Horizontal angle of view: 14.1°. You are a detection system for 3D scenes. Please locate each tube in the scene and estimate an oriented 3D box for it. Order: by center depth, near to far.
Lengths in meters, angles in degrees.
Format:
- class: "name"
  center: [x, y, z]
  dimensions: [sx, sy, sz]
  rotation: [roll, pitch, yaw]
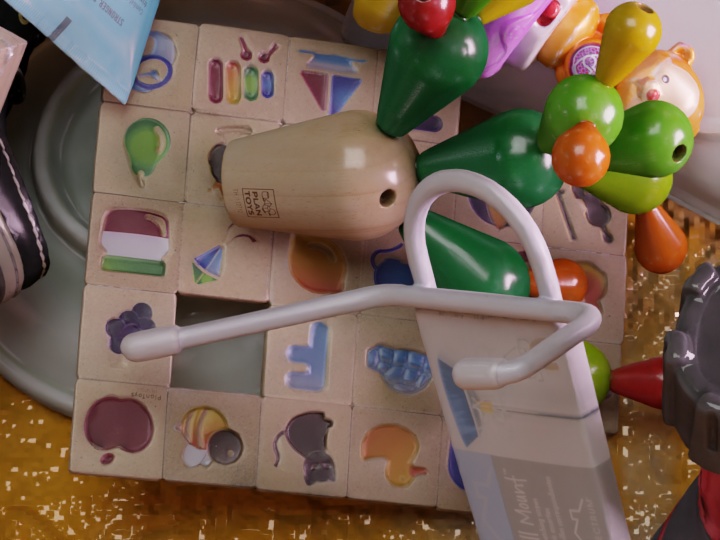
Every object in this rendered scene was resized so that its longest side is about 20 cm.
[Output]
- class: "tube"
  center: [-0.077, -0.165, 1.051]
  dimensions: [0.050, 0.077, 0.201]
  rotation: [-9, 54, 44]

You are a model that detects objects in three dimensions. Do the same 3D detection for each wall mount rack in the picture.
- class: "wall mount rack"
  center: [0.016, 0.069, 0.974]
  dimensions: [0.173, 0.201, 0.074]
  rotation: [4, 26, 45]

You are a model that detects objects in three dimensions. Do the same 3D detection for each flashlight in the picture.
- class: "flashlight"
  center: [0.121, 0.072, 0.937]
  dimensions: [0.068, 0.200, 0.068]
  rotation: [-23, 61, -6]

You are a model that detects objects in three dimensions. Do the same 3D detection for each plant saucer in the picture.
- class: "plant saucer"
  center: [-0.069, -0.037, 1.107]
  dimensions: [0.199, 0.050, 0.201]
  rotation: [-3, 60, 5]

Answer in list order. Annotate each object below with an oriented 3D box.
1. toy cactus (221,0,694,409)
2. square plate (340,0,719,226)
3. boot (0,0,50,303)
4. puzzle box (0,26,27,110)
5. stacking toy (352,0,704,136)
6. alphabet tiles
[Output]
- class: "toy cactus"
  center: [0.033, -0.027, 1.004]
  dimensions: [0.164, 0.201, 0.103]
  rotation: [-4, 42, 16]
- class: "square plate"
  center: [0.113, -0.137, 1.080]
  dimensions: [0.197, 0.028, 0.201]
  rotation: [26, 95, 17]
- class: "boot"
  center: [-0.114, -0.101, 1.076]
  dimensions: [0.153, 0.073, 0.204]
  rotation: [-19, 78, -23]
- class: "puzzle box"
  center: [-0.225, -0.063, 1.016]
  dimensions: [0.199, 0.025, 0.134]
  rotation: [27, 106, 12]
- class: "stacking toy"
  center: [0.041, -0.110, 1.046]
  dimensions: [0.200, 0.110, 0.116]
  rotation: [39, 90, 2]
- class: "alphabet tiles"
  center: [0.000, 0.000, 1.052]
  dimensions: [0.199, 0.008, 0.168]
  rotation: [7, 76, -12]
